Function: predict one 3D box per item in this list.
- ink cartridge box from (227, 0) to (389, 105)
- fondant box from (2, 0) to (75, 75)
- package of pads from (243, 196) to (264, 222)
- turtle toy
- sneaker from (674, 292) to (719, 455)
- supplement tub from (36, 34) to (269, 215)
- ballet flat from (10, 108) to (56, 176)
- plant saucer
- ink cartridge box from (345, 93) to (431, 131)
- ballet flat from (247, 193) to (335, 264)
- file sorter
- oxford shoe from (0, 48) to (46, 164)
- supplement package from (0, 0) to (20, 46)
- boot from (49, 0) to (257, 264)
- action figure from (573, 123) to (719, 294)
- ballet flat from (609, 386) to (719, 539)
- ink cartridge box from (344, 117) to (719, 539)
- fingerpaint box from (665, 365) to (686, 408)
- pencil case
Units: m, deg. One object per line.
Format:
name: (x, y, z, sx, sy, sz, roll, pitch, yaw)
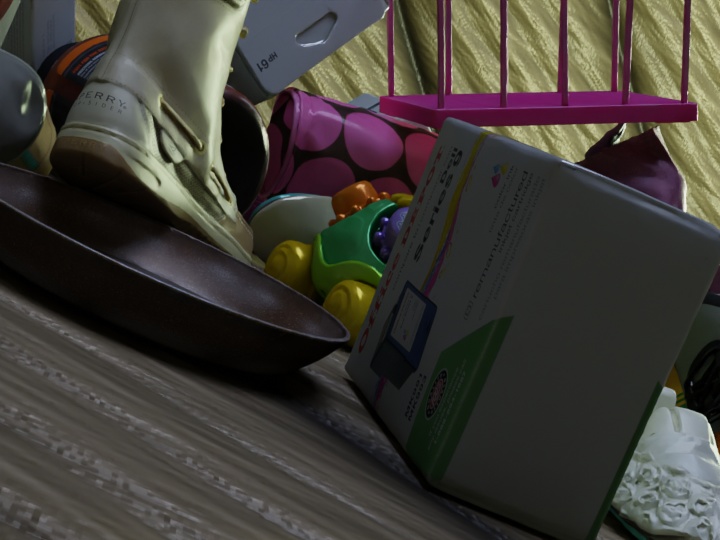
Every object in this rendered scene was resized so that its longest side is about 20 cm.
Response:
ink cartridge box: (-0.095, -0.172, 1.248, 0.199, 0.144, 0.085, -14, -68, 52)
fondant box: (-0.307, -0.200, 1.232, 0.198, 0.145, 0.058, 26, 47, 13)
package of pads: (-0.080, -0.066, 1.324, 0.119, 0.076, 0.200, 19, 7, -25)
turtle toy: (0.044, 0.008, 1.003, 0.145, 0.102, 0.200, 21, 6, -35)
sneaker: (0.221, 0.084, 0.958, 0.079, 0.074, 0.201, 11, 38, -28)
supplement tub: (-0.153, -0.100, 1.141, 0.106, 0.108, 0.199, 20, 7, -41)
ballet flat: (-0.220, -0.086, 1.031, 0.063, 0.068, 0.200, 52, -1, -17)
plant saucer: (-0.100, 0.002, 0.771, 0.199, 0.032, 0.200, 26, 4, -2)
ink cartridge box: (0.026, -0.064, 1.428, 0.148, 0.083, 0.200, 61, -5, -14)
ballet flat: (0.000, 0.000, 1.145, 0.069, 0.070, 0.199, 28, 5, 36)
file sorter: (0.126, -0.173, 1.205, 0.198, 0.127, 0.139, -3, 10, -15)
oxford shoe: (-0.206, -0.077, 0.791, 0.057, 0.076, 0.200, 2, 2, 24)
supplement package: (-0.272, -0.179, 0.827, 0.146, 0.202, 0.191, 27, 6, 23)
boot: (-0.093, -0.092, 0.925, 0.072, 0.157, 0.200, 9, -16, 22)
action figure: (0.220, -0.008, 1.187, 0.148, 0.134, 0.201, -26, 72, -47)
ballet flat: (0.146, 0.092, 0.848, 0.071, 0.072, 0.200, 23, 6, -14)
ink cartridge box: (0.071, 0.018, 0.770, 0.087, 0.147, 0.200, 22, 6, -12)
fingerpaint box: (0.159, 0.064, 1.148, 0.199, 0.074, 0.166, 29, 6, 43)
pencil case: (0.016, -0.062, 1.215, 0.198, 0.094, 0.091, 19, 31, -24)
